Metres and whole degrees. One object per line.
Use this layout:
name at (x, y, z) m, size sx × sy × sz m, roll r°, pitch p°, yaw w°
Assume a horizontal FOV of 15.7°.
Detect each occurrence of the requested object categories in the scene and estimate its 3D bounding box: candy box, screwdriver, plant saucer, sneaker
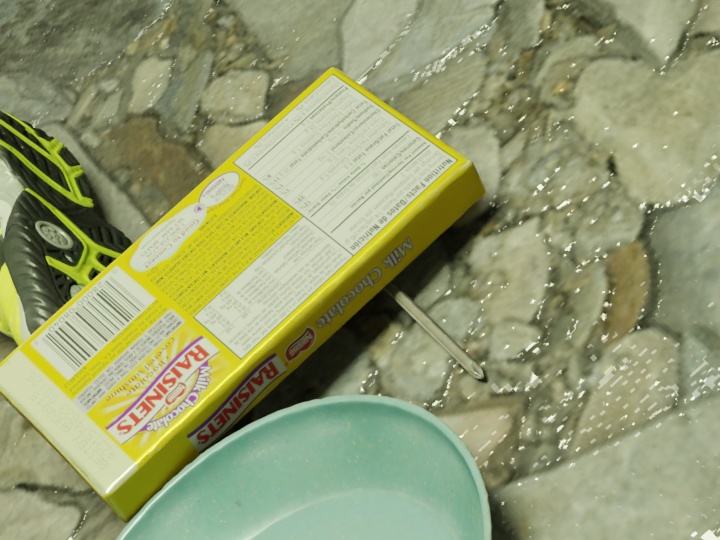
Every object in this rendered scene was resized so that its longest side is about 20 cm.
candy box at (-0.051, 0.006, 1.070) m, size 0.200 × 0.026 × 0.102 m, roll -42°, pitch 47°, yaw -10°
screwdriver at (0.000, 0.000, 1.084) m, size 0.200 × 0.028 × 0.029 m, roll 51°, pitch 122°, yaw 48°
plant saucer at (-0.029, 0.137, 0.952) m, size 0.199 × 0.036 × 0.201 m, roll -26°, pitch 39°, yaw 23°
sneaker at (-0.150, 0.003, 1.191) m, size 0.077 × 0.075 × 0.200 m, roll -56°, pitch 30°, yaw 16°
